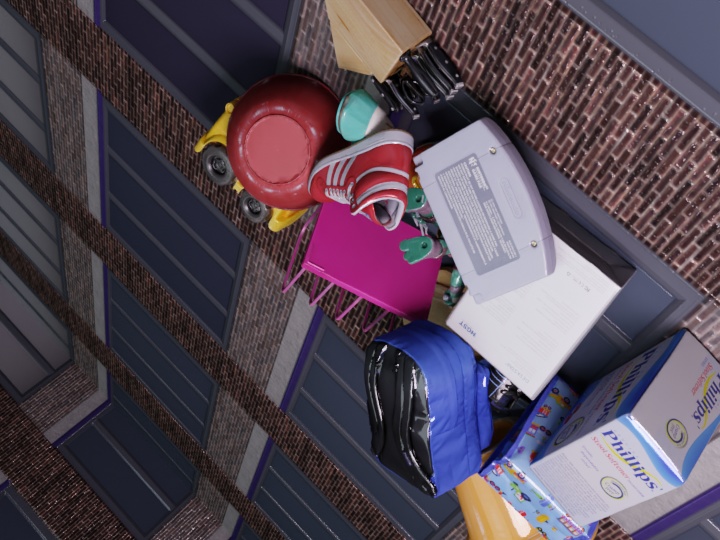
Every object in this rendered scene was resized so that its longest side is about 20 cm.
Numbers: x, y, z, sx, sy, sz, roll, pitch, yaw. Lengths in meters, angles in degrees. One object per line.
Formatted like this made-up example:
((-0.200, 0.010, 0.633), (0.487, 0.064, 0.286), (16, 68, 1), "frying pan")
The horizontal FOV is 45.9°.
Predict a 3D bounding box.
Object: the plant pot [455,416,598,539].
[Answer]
((0.223, 0.329, 1.262), (0.199, 0.199, 0.186), (-23, 97, 57), "plant pot")

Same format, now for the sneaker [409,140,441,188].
((0.099, -0.134, 1.141), (0.073, 0.077, 0.199), (52, 150, -7), "sneaker")

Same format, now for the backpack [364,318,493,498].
((0.092, 0.169, 1.171), (0.161, 0.166, 0.204), (14, 121, 49), "backpack")

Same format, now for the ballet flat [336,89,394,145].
((0.015, -0.193, 1.140), (0.069, 0.068, 0.200), (26, -179, 6), "ballet flat")

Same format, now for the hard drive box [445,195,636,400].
((0.225, 0.035, 1.086), (0.155, 0.076, 0.202), (41, 124, 16), "hard drive box")

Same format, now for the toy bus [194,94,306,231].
((-0.135, -0.196, 1.343), (0.200, 0.136, 0.192), (47, 132, 1), "toy bus")

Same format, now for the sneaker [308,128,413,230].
((-0.007, -0.098, 1.114), (0.070, 0.115, 0.199), (17, 155, -34), "sneaker")

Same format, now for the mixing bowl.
((-0.111, -0.178, 1.227), (0.196, 0.109, 0.205), (1, 104, 6), "mixing bowl")

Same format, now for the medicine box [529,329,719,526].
((0.337, 0.196, 1.055), (0.103, 0.182, 0.200), (47, 141, 6), "medicine box")

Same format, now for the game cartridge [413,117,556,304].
((0.154, -0.072, 1.030), (0.132, 0.041, 0.203), (-24, 89, 35), "game cartridge")

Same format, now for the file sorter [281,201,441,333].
((0.000, 0.000, 1.260), (0.197, 0.141, 0.125), (26, 147, -14), "file sorter")

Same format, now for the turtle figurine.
((0.117, -0.041, 1.161), (0.100, 0.199, 0.152), (-32, 64, 20), "turtle figurine")

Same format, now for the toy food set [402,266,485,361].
((0.141, 0.094, 1.340), (0.201, 0.049, 0.197), (53, 148, -5), "toy food set")

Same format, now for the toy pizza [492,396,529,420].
((0.255, 0.254, 1.365), (0.199, 0.032, 0.202), (34, 150, 22), "toy pizza")

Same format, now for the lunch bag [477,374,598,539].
((0.283, 0.249, 1.172), (0.150, 0.200, 0.094), (42, 149, 4), "lunch bag")

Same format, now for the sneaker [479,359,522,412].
((0.221, 0.154, 1.226), (0.069, 0.079, 0.199), (26, 138, -28), "sneaker")

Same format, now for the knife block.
((0.044, -0.296, 1.061), (0.174, 0.064, 0.203), (21, 137, 38), "knife block")
